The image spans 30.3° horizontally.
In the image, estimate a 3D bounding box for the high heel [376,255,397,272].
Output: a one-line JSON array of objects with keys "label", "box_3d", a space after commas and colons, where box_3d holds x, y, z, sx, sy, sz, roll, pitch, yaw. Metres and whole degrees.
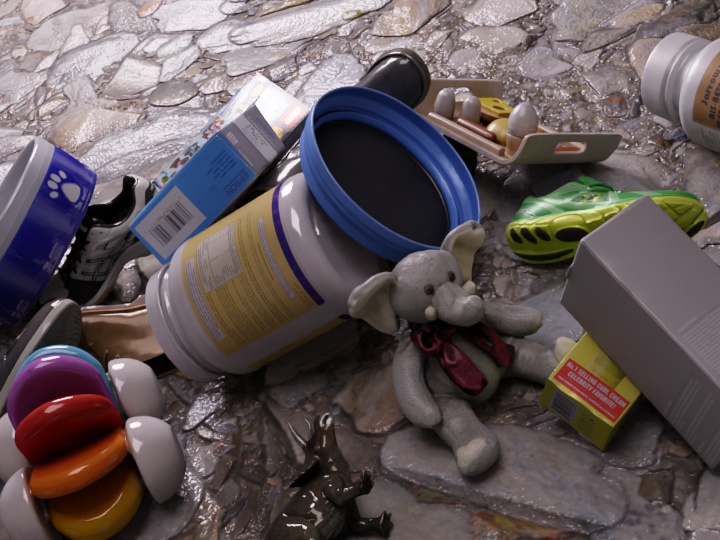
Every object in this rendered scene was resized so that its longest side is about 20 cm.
[{"label": "high heel", "box_3d": [0.000, 0.000, 1.383, 0.197, 0.069, 0.096, -6, 8, 27]}]

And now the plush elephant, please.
[{"label": "plush elephant", "box_3d": [0.081, 0.048, 1.194, 0.164, 0.156, 0.199, -37, 43, -19]}]

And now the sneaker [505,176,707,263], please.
[{"label": "sneaker", "box_3d": [0.237, -0.060, 1.296, 0.197, 0.074, 0.084, -4, 49, 27]}]

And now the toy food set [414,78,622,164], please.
[{"label": "toy food set", "box_3d": [0.161, -0.168, 1.422, 0.142, 0.061, 0.199, -5, 27, -37]}]

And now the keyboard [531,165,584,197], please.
[{"label": "keyboard", "box_3d": [0.235, -0.043, 1.345, 0.056, 0.011, 0.201, -28, 40, 1]}]

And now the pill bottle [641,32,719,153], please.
[{"label": "pill bottle", "box_3d": [0.386, -0.171, 1.338, 0.114, 0.115, 0.199, -38, 42, -20]}]

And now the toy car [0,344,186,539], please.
[{"label": "toy car", "box_3d": [-0.270, 0.150, 1.241, 0.173, 0.151, 0.201, -25, 40, -4]}]

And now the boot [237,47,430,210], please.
[{"label": "boot", "box_3d": [-0.029, -0.136, 1.394, 0.200, 0.073, 0.181, -44, 6, -41]}]

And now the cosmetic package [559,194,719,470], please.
[{"label": "cosmetic package", "box_3d": [0.262, 0.050, 1.093, 0.089, 0.107, 0.201, -30, 68, -19]}]

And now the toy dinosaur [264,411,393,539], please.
[{"label": "toy dinosaur", "box_3d": [-0.040, 0.221, 1.137, 0.101, 0.077, 0.202, -4, 46, 37]}]

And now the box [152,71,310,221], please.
[{"label": "box", "box_3d": [-0.147, -0.127, 1.542, 0.200, 0.040, 0.137, -48, 44, -5]}]

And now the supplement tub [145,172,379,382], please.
[{"label": "supplement tub", "box_3d": [-0.096, 0.011, 1.293, 0.198, 0.146, 0.147, -28, 35, 23]}]

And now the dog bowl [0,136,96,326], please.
[{"label": "dog bowl", "box_3d": [-0.375, -0.043, 1.479, 0.200, 0.078, 0.201, -49, 23, 29]}]

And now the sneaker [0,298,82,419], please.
[{"label": "sneaker", "box_3d": [-0.370, 0.099, 1.342, 0.105, 0.075, 0.202, 29, 83, 24]}]

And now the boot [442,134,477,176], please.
[{"label": "boot", "box_3d": [0.011, -0.097, 1.470, 0.198, 0.066, 0.165, -2, 29, 37]}]

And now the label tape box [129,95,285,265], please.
[{"label": "label tape box", "box_3d": [-0.152, -0.098, 1.414, 0.144, 0.063, 0.200, -43, 7, 19]}]

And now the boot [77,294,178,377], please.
[{"label": "boot", "box_3d": [-0.262, 0.083, 1.381, 0.197, 0.074, 0.076, -17, 50, 1]}]

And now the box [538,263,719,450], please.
[{"label": "box", "box_3d": [0.244, 0.060, 1.176, 0.075, 0.050, 0.200, 37, 63, 18]}]

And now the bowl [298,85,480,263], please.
[{"label": "bowl", "box_3d": [0.027, -0.090, 1.286, 0.039, 0.199, 0.202, -46, 24, 36]}]

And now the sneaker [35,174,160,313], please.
[{"label": "sneaker", "box_3d": [-0.298, -0.028, 1.482, 0.200, 0.088, 0.076, -44, 45, -3]}]
